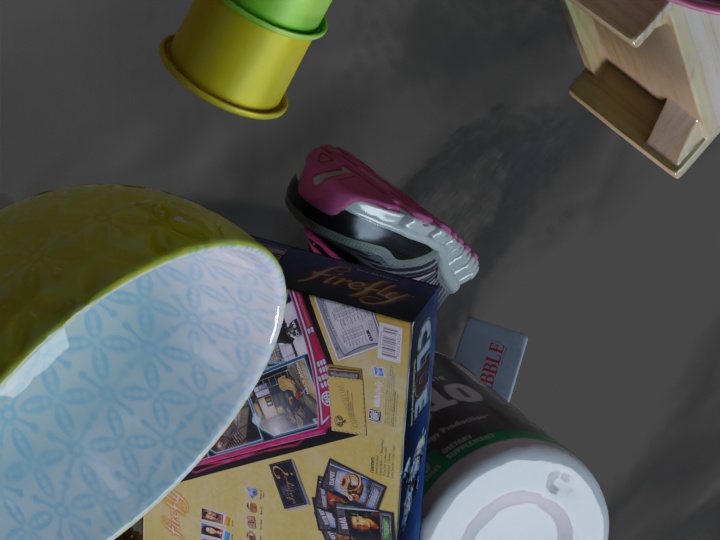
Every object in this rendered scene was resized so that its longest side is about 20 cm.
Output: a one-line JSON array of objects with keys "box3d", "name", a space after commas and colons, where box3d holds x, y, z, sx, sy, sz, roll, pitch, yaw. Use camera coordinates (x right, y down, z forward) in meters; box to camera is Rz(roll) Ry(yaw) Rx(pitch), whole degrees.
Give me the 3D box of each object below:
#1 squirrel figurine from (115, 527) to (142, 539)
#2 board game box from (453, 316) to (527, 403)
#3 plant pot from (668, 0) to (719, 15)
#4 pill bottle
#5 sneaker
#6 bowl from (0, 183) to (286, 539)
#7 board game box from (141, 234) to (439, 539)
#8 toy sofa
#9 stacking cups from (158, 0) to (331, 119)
[{"box3d": [-0.132, 0.224, 1.370, 0.186, 0.142, 0.200, -11, 121, -3], "name": "squirrel figurine"}, {"box3d": [0.042, 0.165, 1.620, 0.200, 0.041, 0.200, 102, 6, -53], "name": "board game box"}, {"box3d": [0.187, -0.229, 1.158, 0.179, 0.200, 0.200, -42, 163, -54], "name": "plant pot"}, {"box3d": [0.036, 0.107, 1.406, 0.113, 0.200, 0.113, -9, 112, -23], "name": "pill bottle"}, {"box3d": [0.000, 0.000, 1.345, 0.088, 0.074, 0.200, -53, 162, 1], "name": "sneaker"}, {"box3d": [-0.139, 0.032, 1.112, 0.200, 0.108, 0.200, -38, 157, -19], "name": "bowl"}, {"box3d": [-0.037, 0.082, 1.271, 0.035, 0.135, 0.200, -52, 152, -52], "name": "board game box"}, {"box3d": [0.151, -0.136, 1.371, 0.098, 0.083, 0.200, -49, 158, -5], "name": "toy sofa"}, {"box3d": [-0.016, -0.160, 1.085, 0.060, 0.060, 0.200, -11, 135, -54], "name": "stacking cups"}]
